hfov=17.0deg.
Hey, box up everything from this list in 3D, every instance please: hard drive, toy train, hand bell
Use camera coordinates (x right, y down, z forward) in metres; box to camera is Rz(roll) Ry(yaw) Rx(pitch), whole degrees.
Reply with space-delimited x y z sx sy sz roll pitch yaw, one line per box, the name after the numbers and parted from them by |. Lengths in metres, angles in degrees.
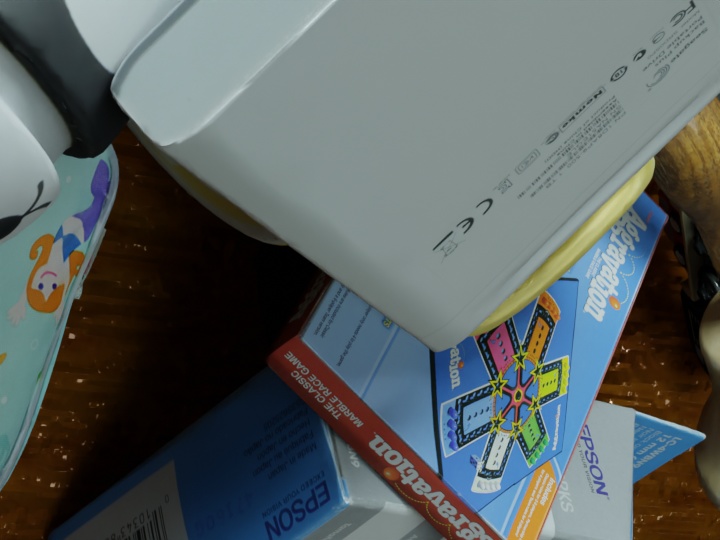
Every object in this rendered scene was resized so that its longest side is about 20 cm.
0.031 -0.052 0.577 0.132 0.027 0.200 -44 158 3 | hard drive
0.137 -0.017 0.933 0.034 0.046 0.200 -29 140 -9 | toy train
0.135 -0.005 0.858 0.104 0.104 0.200 -46 131 -16 | hand bell

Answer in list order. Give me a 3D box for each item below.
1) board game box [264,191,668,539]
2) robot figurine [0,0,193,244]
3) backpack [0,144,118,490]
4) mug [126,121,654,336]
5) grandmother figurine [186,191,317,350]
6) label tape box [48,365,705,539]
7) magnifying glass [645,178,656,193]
0.042 0.004 0.805 0.103 0.019 0.200 44 38 -11 | board game box
-0.076 -0.094 0.527 0.200 0.125 0.150 -51 128 -11 | robot figurine
-0.171 0.006 0.653 0.177 0.151 0.200 15 102 -41 | backpack
0.017 -0.073 0.681 0.153 0.149 0.187 -43 97 -18 | mug
0.000 0.000 0.847 0.200 0.061 0.121 48 47 -37 | grandmother figurine
0.015 0.098 0.838 0.200 0.066 0.143 16 138 -40 | label tape box
0.153 -0.080 0.964 0.200 0.022 0.080 -41 128 -23 | magnifying glass
